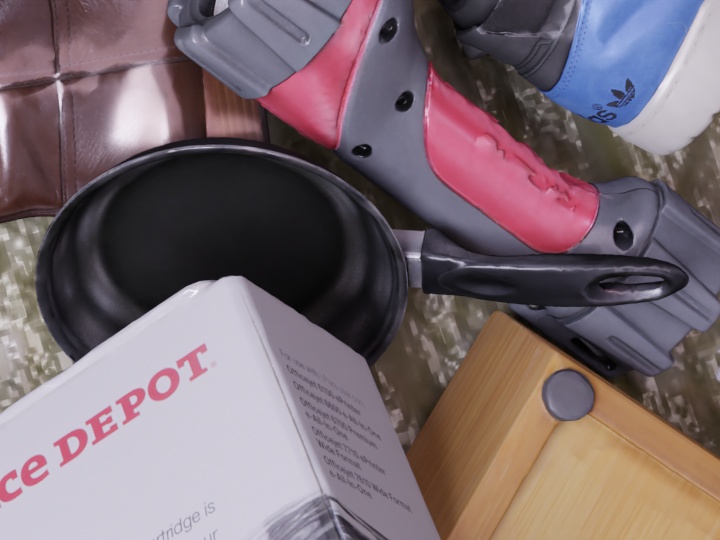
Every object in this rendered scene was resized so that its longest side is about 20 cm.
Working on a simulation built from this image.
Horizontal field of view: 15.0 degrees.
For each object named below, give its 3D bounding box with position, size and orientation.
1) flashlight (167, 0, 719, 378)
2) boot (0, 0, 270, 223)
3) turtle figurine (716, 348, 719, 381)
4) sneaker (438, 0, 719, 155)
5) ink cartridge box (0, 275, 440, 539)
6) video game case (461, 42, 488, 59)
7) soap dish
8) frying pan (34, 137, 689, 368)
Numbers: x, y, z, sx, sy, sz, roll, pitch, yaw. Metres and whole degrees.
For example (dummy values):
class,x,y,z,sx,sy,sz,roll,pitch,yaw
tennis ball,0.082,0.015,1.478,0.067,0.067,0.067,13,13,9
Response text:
class,x,y,z,sx,sy,sz,roll,pitch,yaw
flashlight,0.035,-0.043,0.853,0.200,0.068,0.068,34,74,-24
boot,-0.139,-0.093,0.858,0.199,0.064,0.188,-10,79,-11
turtle figurine,0.191,0.038,0.855,0.149,0.101,0.201,8,50,-25
sneaker,0.091,-0.150,0.894,0.111,0.077,0.201,25,81,-17
ink cartridge box,-0.041,0.127,0.754,0.145,0.084,0.201,-33,58,16
video game case,0.106,-0.167,0.951,0.199,0.017,0.144,-17,83,-16
soap dish,0.062,0.132,0.847,0.157,0.081,0.201,34,72,-5
frying pan,-0.009,-0.011,0.831,0.189,0.115,0.031,-20,41,16
